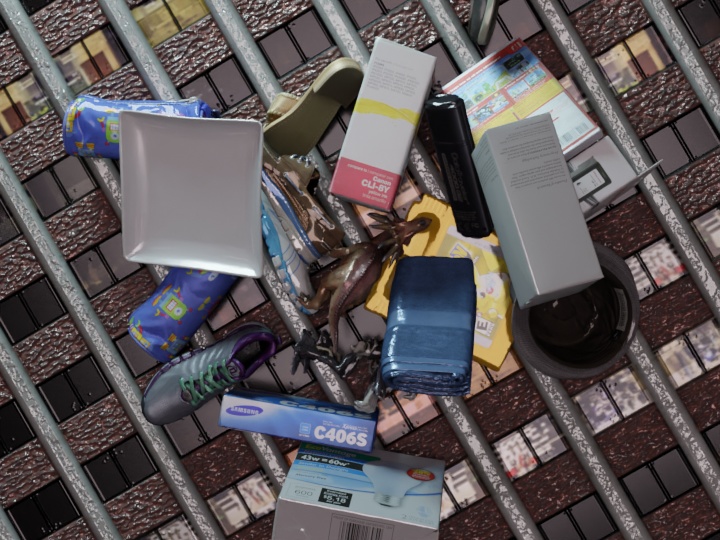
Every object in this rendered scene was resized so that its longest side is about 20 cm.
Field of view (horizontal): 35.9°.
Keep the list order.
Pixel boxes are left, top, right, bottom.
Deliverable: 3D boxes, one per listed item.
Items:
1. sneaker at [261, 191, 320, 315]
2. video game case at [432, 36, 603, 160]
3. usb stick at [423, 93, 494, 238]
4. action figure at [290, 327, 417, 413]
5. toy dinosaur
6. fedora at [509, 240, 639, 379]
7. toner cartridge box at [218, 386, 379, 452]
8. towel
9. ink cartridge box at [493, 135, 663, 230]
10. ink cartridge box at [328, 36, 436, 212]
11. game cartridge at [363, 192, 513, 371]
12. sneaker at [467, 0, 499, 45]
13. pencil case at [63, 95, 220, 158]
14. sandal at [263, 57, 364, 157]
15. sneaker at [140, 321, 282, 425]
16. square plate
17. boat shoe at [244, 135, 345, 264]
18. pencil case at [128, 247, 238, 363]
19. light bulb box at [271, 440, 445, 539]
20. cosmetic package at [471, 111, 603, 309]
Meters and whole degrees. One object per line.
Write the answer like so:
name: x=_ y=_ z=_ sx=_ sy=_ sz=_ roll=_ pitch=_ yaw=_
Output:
sneaker: x=-0.083 y=-0.040 z=1.464 sx=0.087 sy=0.075 sz=0.200 roll=-22 pitch=90 yaw=-2
video game case: x=0.194 y=-0.197 z=1.414 sx=0.143 sy=0.017 sz=0.200 roll=-34 pitch=55 yaw=4
usb stick: x=0.125 y=-0.129 z=1.388 sx=0.055 sy=0.033 sz=0.200 roll=6 pitch=129 yaw=34
action figure: x=0.016 y=0.135 z=1.442 sx=0.200 sy=0.119 sz=0.102 roll=10 pitch=82 yaw=13
toy dinosaur: x=0.000 y=0.000 z=1.401 sx=0.086 sy=0.136 sz=0.200 roll=38 pitch=59 yaw=-23
fedora: x=0.258 y=0.044 z=1.416 sx=0.200 sy=0.090 sz=0.177 roll=24 pitch=92 yaw=-26
toner cartridge box: x=-0.078 y=0.193 z=1.455 sx=0.200 sy=0.095 sz=0.043 roll=9 pitch=91 yaw=3
towel: x=0.087 y=0.067 z=1.382 sx=0.112 sy=0.049 sz=0.200 roll=5 pitch=48 yaw=5
ink cartridge box: x=0.271 y=-0.098 z=1.406 sx=0.200 sy=0.116 sz=0.068 roll=-33 pitch=82 yaw=-8
ink cartridge box: x=0.030 y=-0.179 z=1.414 sx=0.083 sy=0.145 sz=0.200 roll=17 pitch=92 yaw=2
game cartridge: x=0.129 y=0.014 z=1.470 sx=0.200 sy=0.032 sz=0.176 roll=25 pitch=92 yaw=2
sneaker: x=0.129 y=-0.392 z=1.447 sx=0.106 sy=0.075 sz=0.200 roll=3 pitch=82 yaw=8
pencil case: x=-0.288 y=-0.187 z=1.460 sx=0.200 sy=0.078 sz=0.087 roll=3 pitch=107 yaw=3
sandal: x=-0.081 y=-0.213 z=1.465 sx=0.212 sy=0.078 sz=0.070 roll=-41 pitch=46 yaw=24
sneaker: x=-0.194 y=0.132 z=1.436 sx=0.200 sy=0.088 sz=0.074 roll=-36 pitch=102 yaw=-15
square plate: x=-0.210 y=-0.098 z=1.398 sx=0.200 sy=0.028 sz=0.198 roll=7 pitch=107 yaw=18
boat shoe: x=-0.086 y=-0.109 z=1.410 sx=0.072 sy=0.072 sz=0.200 roll=-29 pitch=86 yaw=4
pencil case: x=-0.227 y=0.025 z=1.468 sx=0.087 sy=0.078 sz=0.200 roll=37 pitch=93 yaw=-7
light bulb box: x=0.000 y=0.313 z=1.391 sx=0.198 sy=0.200 sz=0.125 roll=10 pitch=105 yaw=3
cosmetic package: x=0.200 y=-0.066 z=1.284 sx=0.085 sy=0.108 sz=0.200 roll=-17 pitch=83 yaw=-7
